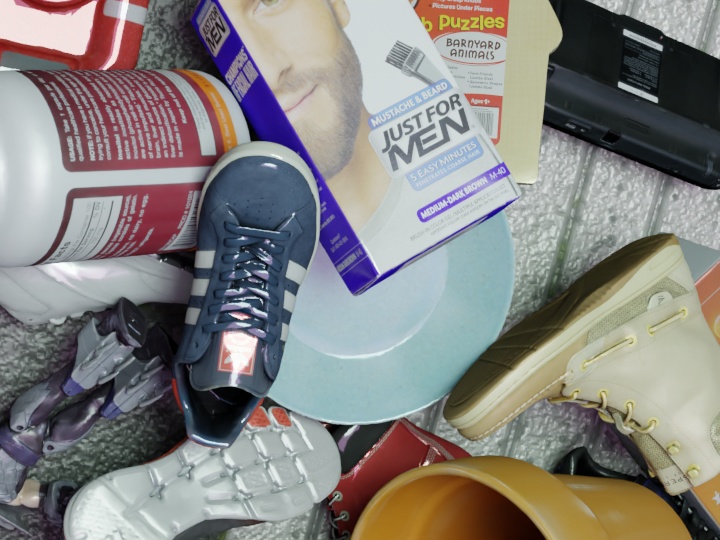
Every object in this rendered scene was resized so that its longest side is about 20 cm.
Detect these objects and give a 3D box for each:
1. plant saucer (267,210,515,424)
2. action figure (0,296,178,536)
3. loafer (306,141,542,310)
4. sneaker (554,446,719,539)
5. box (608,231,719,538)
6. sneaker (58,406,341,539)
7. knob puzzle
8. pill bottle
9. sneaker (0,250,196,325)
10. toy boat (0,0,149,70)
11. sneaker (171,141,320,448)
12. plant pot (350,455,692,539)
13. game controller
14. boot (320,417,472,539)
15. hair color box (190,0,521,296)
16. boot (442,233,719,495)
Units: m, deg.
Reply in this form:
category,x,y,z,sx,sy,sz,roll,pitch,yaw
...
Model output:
category,x,y,z,sx,sy,sz,roll,pitch,yaw
plant saucer,0.000,0.000,1.009,0.201,0.039,0.201,-2,103,-10
action figure,-0.207,0.101,0.995,0.200,0.069,0.130,-40,129,8
loafer,0.045,-0.033,1.067,0.200,0.070,0.070,-36,116,-2
sneaker,0.221,0.197,1.106,0.070,0.200,0.078,-34,141,-53
box,0.252,0.091,1.137,0.124,0.097,0.200,-42,109,-7
sneaker,-0.110,0.143,1.015,0.200,0.082,0.077,-12,79,-29
knob puzzle,0.035,-0.161,1.036,0.219,0.030,0.220,0,85,2
pill bottle,-0.171,-0.061,0.902,0.200,0.113,0.113,-6,103,-42
sneaker,-0.184,-0.005,1.003,0.200,0.075,0.087,13,118,-20
toy boat,-0.180,-0.193,0.925,0.130,0.131,0.200,10,97,-20
sneaker,-0.068,0.022,0.902,0.075,0.085,0.200,8,128,-5
plant pot,0.121,0.213,1.011,0.183,0.200,0.201,-5,103,-46
game controller,0.191,-0.130,1.094,0.200,0.042,0.105,19,57,-21
boot,-0.015,0.187,1.090,0.144,0.072,0.200,34,89,-13
hair color box,-0.004,-0.100,0.933,0.109,0.065,0.200,-30,86,-20
boot,0.164,0.089,1.013,0.200,0.073,0.156,-36,103,-22
